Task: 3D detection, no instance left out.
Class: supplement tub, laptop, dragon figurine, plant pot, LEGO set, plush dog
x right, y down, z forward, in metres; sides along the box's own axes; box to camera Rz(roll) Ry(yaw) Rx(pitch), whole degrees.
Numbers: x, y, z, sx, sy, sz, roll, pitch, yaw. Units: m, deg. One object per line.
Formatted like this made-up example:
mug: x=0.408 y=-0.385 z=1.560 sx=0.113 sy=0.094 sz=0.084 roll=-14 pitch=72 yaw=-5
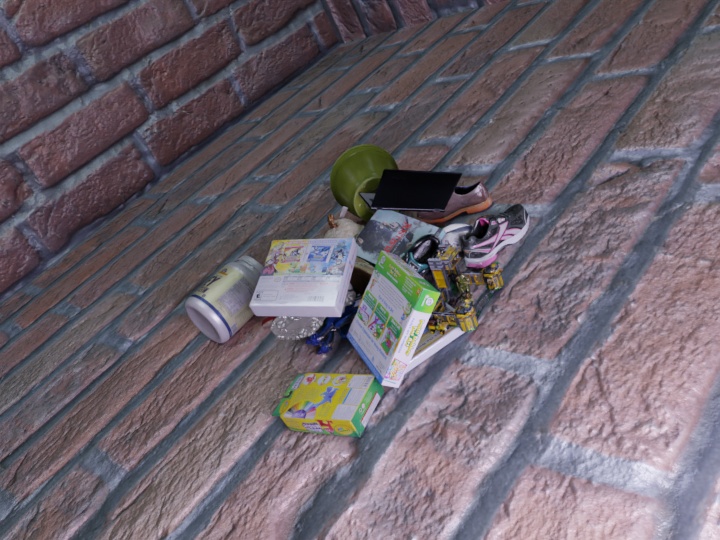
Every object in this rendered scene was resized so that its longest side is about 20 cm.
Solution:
supplement tub: x=-0.332 y=0.071 z=1.675 sx=0.145 sy=0.145 sz=0.200 roll=8 pitch=45 yaw=47
laptop: x=0.113 y=-0.204 z=1.555 sx=0.186 sy=0.117 sz=0.200 roll=1 pitch=21 yaw=-15
dragon figurine: x=-0.028 y=0.110 z=1.431 sx=0.199 sy=0.059 sz=0.100 roll=-29 pitch=30 yaw=9
plant pot: x=0.029 y=-0.217 z=1.750 sx=0.199 sy=0.201 sz=0.193 roll=-27 pitch=26 yaw=2
LEGO set: x=0.187 y=0.020 z=1.287 sx=0.153 sy=0.116 sz=0.200 roll=8 pitch=41 yaw=44
plush dog: x=-0.003 y=-0.057 z=1.618 sx=0.171 sy=0.161 sz=0.200 roll=25 pitch=56 yaw=24

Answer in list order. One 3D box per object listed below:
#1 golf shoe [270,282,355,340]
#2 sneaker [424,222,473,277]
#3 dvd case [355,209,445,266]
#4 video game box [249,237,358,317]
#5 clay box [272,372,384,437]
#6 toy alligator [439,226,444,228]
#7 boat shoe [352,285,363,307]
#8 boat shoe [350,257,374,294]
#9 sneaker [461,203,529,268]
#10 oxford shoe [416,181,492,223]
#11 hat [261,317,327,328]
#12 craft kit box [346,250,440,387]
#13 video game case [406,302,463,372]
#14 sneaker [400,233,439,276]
golf shoe: x=-0.107 y=0.082 z=1.430 sx=0.199 sy=0.079 sz=0.097 roll=-28 pitch=23 yaw=-5
sneaker: x=0.180 y=-0.029 z=1.476 sx=0.199 sy=0.077 sz=0.085 roll=-32 pitch=38 yaw=9
dvd case: x=0.079 y=-0.064 z=1.500 sx=0.199 sy=0.022 sz=0.146 roll=26 pitch=72 yaw=39
video game box: x=-0.119 y=0.013 z=1.390 sx=0.199 sy=0.047 sz=0.183 roll=0 pitch=54 yaw=20
clay box: x=-0.065 y=0.253 z=1.248 sx=0.199 sy=0.048 sz=0.115 roll=-6 pitch=36 yaw=37
toy alligator: x=0.139 y=-0.088 z=1.614 sx=0.199 sy=0.059 sz=0.055 roll=12 pitch=88 yaw=50
boat shoe: x=-0.063 y=0.040 z=1.557 sx=0.199 sy=0.071 sz=0.072 roll=6 pitch=42 yaw=37
boat shoe: x=0.000 y=0.000 z=1.499 sx=0.199 sy=0.074 sz=0.063 roll=28 pitch=46 yaw=26
sneaker: x=0.298 y=-0.092 z=1.442 sx=0.080 sy=0.087 sz=0.200 roll=12 pitch=48 yaw=48
oxford shoe: x=0.228 y=-0.176 z=1.651 sx=0.199 sy=0.073 sz=0.071 roll=-16 pitch=31 yaw=23
hat: x=-0.151 y=0.048 z=1.554 sx=0.199 sy=0.167 sz=0.176 roll=-20 pitch=17 yaw=-14
craft kit box: x=0.055 y=0.087 z=1.248 sx=0.200 sy=0.048 sz=0.199 roll=47 pitch=121 yaw=60
video game case: x=0.100 y=0.128 z=1.332 sx=0.199 sy=0.023 sz=0.182 roll=-33 pitch=29 yaw=-9
sneaker: x=0.098 y=0.003 z=1.372 sx=0.201 sy=0.071 sz=0.080 roll=-55 pitch=-2 yaw=-6
